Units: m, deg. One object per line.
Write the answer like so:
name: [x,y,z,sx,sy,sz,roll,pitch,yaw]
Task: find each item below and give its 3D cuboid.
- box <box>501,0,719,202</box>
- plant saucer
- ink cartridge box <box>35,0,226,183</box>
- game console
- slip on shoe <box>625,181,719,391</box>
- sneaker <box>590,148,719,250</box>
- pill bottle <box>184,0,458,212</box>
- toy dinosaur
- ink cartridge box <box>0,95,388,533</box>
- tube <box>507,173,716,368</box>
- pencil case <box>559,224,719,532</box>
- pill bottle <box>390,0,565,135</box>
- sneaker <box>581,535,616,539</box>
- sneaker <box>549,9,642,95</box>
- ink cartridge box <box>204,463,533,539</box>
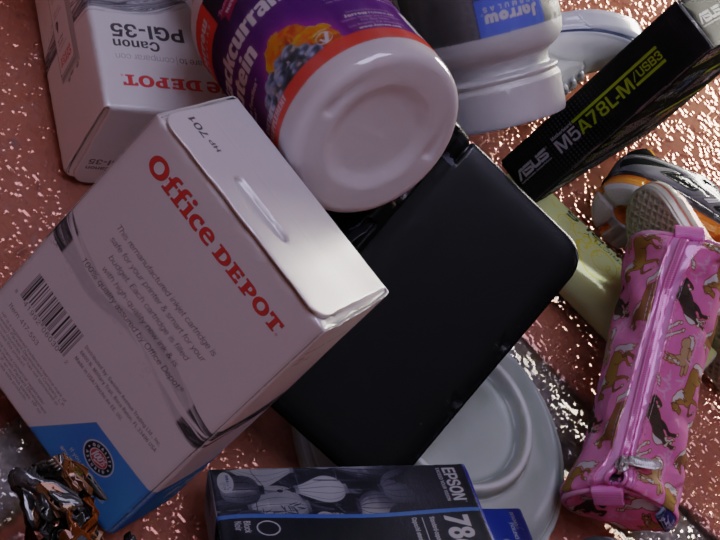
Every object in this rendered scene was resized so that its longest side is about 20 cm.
box: [0.218,-0.143,1.268,0.048,0.193,0.199,51,42,8]
plant saucer: [0.054,0.102,1.130,0.198,0.050,0.202,15,55,-22]
ink cartridge box: [-0.131,-0.162,1.167,0.145,0.083,0.202,2,60,-30]
game console: [0.000,0.000,1.095,0.200,0.116,0.176,-49,47,-5]
slip on shoe: [0.258,0.018,1.270,0.061,0.074,0.201,-42,101,-33]
sneaker: [0.266,-0.025,1.319,0.199,0.078,0.077,35,39,-9]
pill bottle: [-0.035,-0.135,1.049,0.110,0.112,0.200,-4,39,-32]
toy dinosaur: [-0.151,0.201,0.922,0.135,0.102,0.201,-11,63,-49]
ink cartridge box: [-0.105,0.025,0.978,0.147,0.200,0.086,52,28,8]
tube: [0.167,0.007,1.257,0.052,0.058,0.200,-44,82,-2]
pencil case: [0.192,0.071,1.169,0.082,0.086,0.202,27,69,-26]
pill bottle: [0.073,-0.198,1.186,0.113,0.113,0.202,-21,102,-37]
sneaker: [0.086,0.215,1.059,0.121,0.083,0.201,42,50,-12]
sneaker: [0.131,-0.148,1.328,0.198,0.073,0.071,-9,74,-24]
ink cartridge box: [0.012,0.154,1.020,0.198,0.040,0.100,1,27,-13]
